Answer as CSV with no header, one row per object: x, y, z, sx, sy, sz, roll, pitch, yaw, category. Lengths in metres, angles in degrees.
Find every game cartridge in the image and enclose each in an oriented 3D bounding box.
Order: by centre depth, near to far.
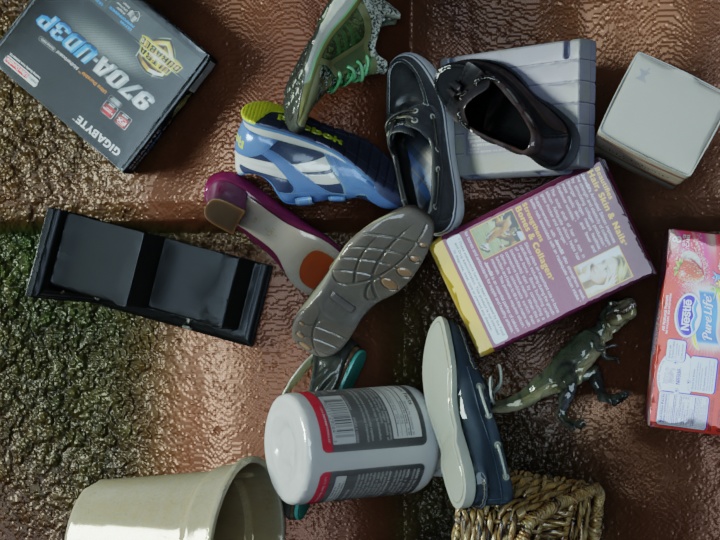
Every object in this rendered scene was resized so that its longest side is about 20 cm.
0.157,-0.160,1.565,0.199,0.038,0.131,1,94,50,game cartridge

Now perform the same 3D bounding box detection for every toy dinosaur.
0.223,0.115,1.604,0.199,0.047,0.088,-39,70,6,toy dinosaur

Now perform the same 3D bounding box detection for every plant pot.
-0.198,0.288,1.599,0.182,0.200,0.203,2,90,19,plant pot

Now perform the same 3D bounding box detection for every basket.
0.160,0.312,1.539,0.147,0.143,0.202,10,107,9,basket

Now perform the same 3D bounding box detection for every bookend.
-0.211,0.010,1.586,0.198,0.199,0.093,15,89,7,bookend

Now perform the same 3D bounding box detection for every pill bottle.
0.012,0.174,1.563,0.198,0.110,0.112,-1,89,-27,pill bottle

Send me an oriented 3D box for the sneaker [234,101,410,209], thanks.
-0.043,-0.106,1.630,0.198,0.074,0.083,24,117,-1,sneaker

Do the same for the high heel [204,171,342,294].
-0.078,-0.043,1.652,0.199,0.096,0.068,35,112,-15,high heel

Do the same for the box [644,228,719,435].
0.347,0.062,1.561,0.099,0.095,0.202,6,90,7,box

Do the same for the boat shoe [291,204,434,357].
0.000,0.000,1.583,0.074,0.073,0.200,39,114,-14,boat shoe

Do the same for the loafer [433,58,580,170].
0.132,-0.161,1.521,0.200,0.063,0.072,39,116,43,loafer

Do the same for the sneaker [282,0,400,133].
-0.013,-0.221,1.604,0.088,0.077,0.201,28,68,-8,sneaker

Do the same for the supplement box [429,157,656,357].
0.185,-0.012,1.580,0.199,0.103,0.132,-25,86,8,supplement box

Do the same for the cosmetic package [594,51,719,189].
0.291,-0.143,1.518,0.103,0.200,0.088,28,92,7,cosmetic package

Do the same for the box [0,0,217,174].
-0.279,-0.229,1.675,0.200,0.046,0.159,40,94,6,box

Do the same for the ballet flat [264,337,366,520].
-0.057,0.162,1.636,0.068,0.068,0.202,19,82,17,ballet flat

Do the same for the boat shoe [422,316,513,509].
0.107,0.137,1.510,0.061,0.075,0.201,1,53,-18,boat shoe

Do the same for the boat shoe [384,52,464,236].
0.055,-0.134,1.600,0.069,0.066,0.202,-16,77,34,boat shoe
